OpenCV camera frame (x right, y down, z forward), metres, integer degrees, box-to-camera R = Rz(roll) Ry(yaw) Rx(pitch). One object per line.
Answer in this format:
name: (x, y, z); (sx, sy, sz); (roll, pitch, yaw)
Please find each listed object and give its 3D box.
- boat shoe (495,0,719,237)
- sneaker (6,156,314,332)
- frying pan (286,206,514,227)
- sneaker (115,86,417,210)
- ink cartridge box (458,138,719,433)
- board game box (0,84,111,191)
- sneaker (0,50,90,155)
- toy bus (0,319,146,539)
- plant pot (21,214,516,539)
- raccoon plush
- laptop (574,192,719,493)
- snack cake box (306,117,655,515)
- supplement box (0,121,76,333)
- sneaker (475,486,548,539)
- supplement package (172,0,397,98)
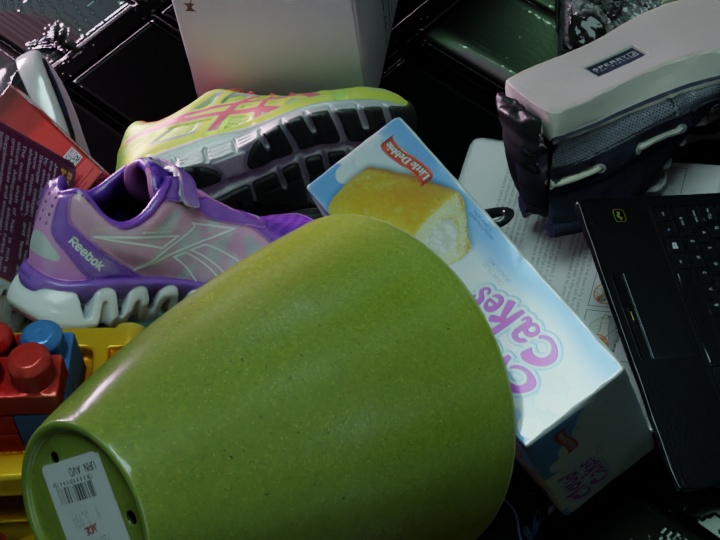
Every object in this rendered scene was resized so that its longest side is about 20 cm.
boat shoe: (0.169, -0.091, 1.239); (0.200, 0.093, 0.075); (-21, 37, -19)
sneaker: (-0.103, -0.022, 1.201); (0.200, 0.089, 0.080); (-7, 19, -35)
frying pan: (-0.007, -0.009, 1.274); (0.190, 0.031, 0.115); (-30, 42, -1)
sneaker: (-0.065, -0.087, 1.339); (0.200, 0.078, 0.090); (-12, 44, -2)
ink cartridge box: (0.127, 0.017, 1.240); (0.176, 0.045, 0.200); (8, 54, 17)
board game box: (-0.245, -0.008, 1.289); (0.200, 0.019, 0.103); (-50, 57, 3)
sneaker: (-0.219, -0.038, 1.340); (0.112, 0.073, 0.200); (-27, 55, 6)
toy bus: (-0.197, 0.095, 1.142); (0.200, 0.192, 0.136); (-5, 53, 8)
plant pot: (-0.060, 0.086, 1.035); (0.200, 0.187, 0.187); (-20, 45, -42)
raccoon plush: (0.193, -0.157, 1.344); (0.134, 0.097, 0.200); (2, 51, 1)
laptop: (0.246, 0.012, 1.152); (0.200, 0.103, 0.177); (-3, 63, -28)
snack cake box: (0.065, 0.025, 1.139); (0.067, 0.115, 0.200); (-38, 61, -5)
supplement box: (-0.258, -0.027, 1.173); (0.103, 0.200, 0.131); (-1, 73, 25)
sneaker: (0.015, 0.104, 1.181); (0.078, 0.070, 0.200); (-34, 57, -27)
supplement package: (-0.040, -0.212, 1.405); (0.121, 0.120, 0.200); (4, 52, 11)
